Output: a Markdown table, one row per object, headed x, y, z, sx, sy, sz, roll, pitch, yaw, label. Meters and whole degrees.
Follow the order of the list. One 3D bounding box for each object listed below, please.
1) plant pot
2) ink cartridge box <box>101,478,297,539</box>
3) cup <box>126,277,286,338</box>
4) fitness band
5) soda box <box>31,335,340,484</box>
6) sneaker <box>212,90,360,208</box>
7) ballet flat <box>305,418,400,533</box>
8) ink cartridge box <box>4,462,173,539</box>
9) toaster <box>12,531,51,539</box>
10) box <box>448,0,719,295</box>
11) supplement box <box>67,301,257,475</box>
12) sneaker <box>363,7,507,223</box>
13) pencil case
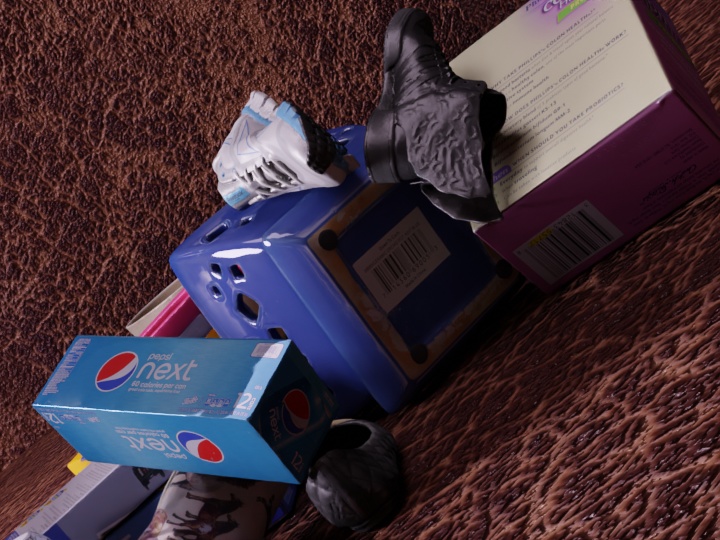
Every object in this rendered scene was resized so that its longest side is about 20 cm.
| x | y | z | sx | sy | sz | roll | pitch | yaw | label |
| --- | --- | --- | --- | --- | --- | --- | --- | --- | --- |
| 0.000 | 0.000 | 1.142 | 0.200 | 0.200 | 0.180 | -42 | 14 | -27 | plant pot |
| -0.120 | 0.179 | 1.115 | 0.200 | 0.076 | 0.136 | -36 | 8 | 10 | ink cartridge box |
| -0.177 | 0.061 | 1.798 | 0.200 | 0.143 | 0.200 | -38 | 8 | 7 | cup |
| -0.170 | 0.051 | 1.296 | 0.200 | 0.037 | 0.144 | -49 | 11 | -28 | fitness band |
| -0.117 | 0.088 | 0.923 | 0.199 | 0.068 | 0.064 | 0 | 48 | 38 | soda box |
| -0.065 | -0.079 | 1.069 | 0.087 | 0.075 | 0.200 | -49 | 18 | -4 | sneaker |
| -0.010 | 0.125 | 0.957 | 0.066 | 0.057 | 0.200 | -39 | 7 | -3 | ballet flat |
| -0.200 | 0.173 | 1.095 | 0.200 | 0.042 | 0.119 | -40 | 8 | -17 | ink cartridge box |
| -0.222 | 0.261 | 0.908 | 0.114 | 0.129 | 0.200 | -31 | 11 | 42 | toaster |
| 0.164 | -0.116 | 1.073 | 0.176 | 0.097 | 0.200 | -36 | 38 | 23 | box |
| -0.155 | 0.138 | 1.304 | 0.200 | 0.110 | 0.109 | -50 | 12 | -27 | supplement box |
| 0.064 | -0.121 | 1.049 | 0.104 | 0.060 | 0.200 | -2 | 52 | 21 | sneaker |
| -0.100 | 0.152 | 0.967 | 0.200 | 0.089 | 0.078 | -64 | 4 | -39 | pencil case |
